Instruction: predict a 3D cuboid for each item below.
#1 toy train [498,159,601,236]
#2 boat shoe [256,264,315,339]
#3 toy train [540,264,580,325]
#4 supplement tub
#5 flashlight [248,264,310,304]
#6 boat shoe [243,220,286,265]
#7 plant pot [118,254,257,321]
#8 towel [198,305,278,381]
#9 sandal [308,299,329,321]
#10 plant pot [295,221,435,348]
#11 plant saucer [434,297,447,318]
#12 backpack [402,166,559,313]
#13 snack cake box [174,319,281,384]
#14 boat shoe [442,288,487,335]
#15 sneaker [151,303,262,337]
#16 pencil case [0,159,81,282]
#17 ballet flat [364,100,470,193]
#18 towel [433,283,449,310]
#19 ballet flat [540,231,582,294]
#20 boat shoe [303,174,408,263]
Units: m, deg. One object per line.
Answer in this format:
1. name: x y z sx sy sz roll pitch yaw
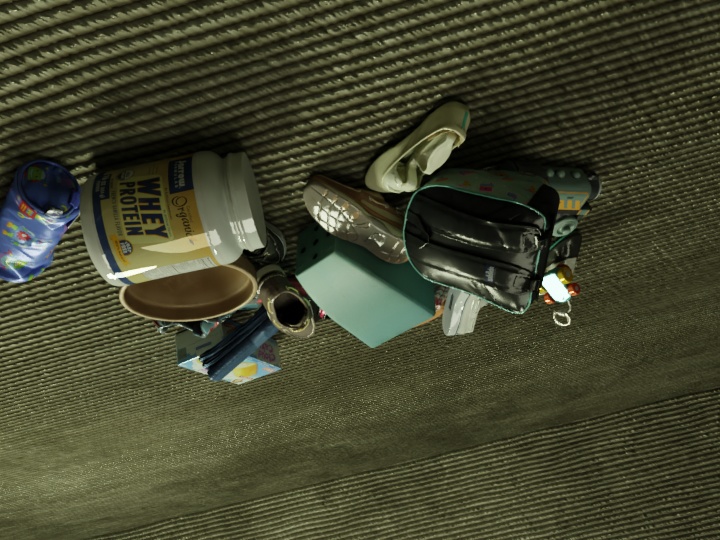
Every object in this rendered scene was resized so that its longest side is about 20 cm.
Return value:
1. toy train: 0.280 -0.113 1.084 0.199 0.085 0.114 0 142 -24
2. boat shoe: -0.116 0.067 1.151 0.072 0.060 0.200 -32 144 -6
3. toy train: 0.320 0.018 1.325 0.200 0.056 0.151 25 138 22
4. supplement tub: -0.228 -0.068 0.874 0.199 0.145 0.145 -12 154 0
5. flashlight: -0.117 0.022 1.200 0.199 0.068 0.068 -1 -172 -29
6. boat shoe: -0.161 -0.047 1.045 0.068 0.057 0.200 -16 153 8
7. plant pot: -0.258 -0.004 1.045 0.200 0.093 0.201 -10 154 -5
8. towel: -0.202 0.119 1.271 0.200 0.049 0.112 -41 173 -11
9. sandal: -0.043 0.058 1.317 0.075 0.045 0.200 15 143 -44
10. plant pot: 0.000 0.000 1.116 0.141 0.142 0.200 -30 132 33
11. plant saucer: 0.091 0.091 1.414 0.200 0.032 0.200 -17 165 -5
12. backpack: 0.166 -0.057 0.978 0.199 0.153 0.176 13 126 17
13. snack cake box: -0.264 0.166 1.412 0.115 0.067 0.200 -23 151 20
14. boat shoe: 0.217 0.046 1.323 0.086 0.075 0.202 0 128 -11
15. sneaker: -0.260 0.072 1.192 0.199 0.096 0.079 -1 153 -27
16. pencil case: -0.414 -0.057 0.888 0.087 0.078 0.200 29 138 -22
17. ballet flat: 0.073 -0.147 0.938 0.069 0.070 0.200 7 148 -35
18. towel: 0.103 0.037 1.233 0.146 0.200 0.030 -31 104 34
19. ballet flat: 0.372 0.001 1.358 0.068 0.069 0.200 -10 156 -30
20. boat shoe: 0.001 -0.084 1.026 0.200 0.072 0.076 33 137 -28
